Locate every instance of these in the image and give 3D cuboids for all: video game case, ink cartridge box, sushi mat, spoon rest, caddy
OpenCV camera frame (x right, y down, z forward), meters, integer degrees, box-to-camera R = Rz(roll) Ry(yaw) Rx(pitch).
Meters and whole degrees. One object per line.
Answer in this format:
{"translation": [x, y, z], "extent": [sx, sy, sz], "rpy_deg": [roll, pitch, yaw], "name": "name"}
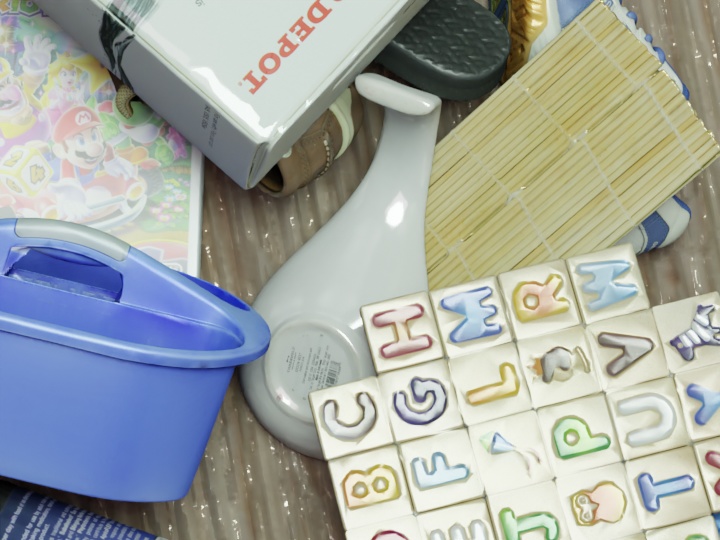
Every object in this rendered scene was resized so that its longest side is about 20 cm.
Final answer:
{"translation": [-0.149, -0.088, 1.151], "extent": [0.143, 0.018, 0.201], "rpy_deg": [2, 82, -1], "name": "video game case"}
{"translation": [-0.073, -0.158, 1.042], "extent": [0.200, 0.083, 0.147], "rpy_deg": [42, 75, 4], "name": "ink cartridge box"}
{"translation": [0.074, -0.032, 1.100], "extent": [0.200, 0.012, 0.096], "rpy_deg": [-41, 73, 21], "name": "sushi mat"}
{"translation": [0.000, 0.000, 1.103], "extent": [0.099, 0.061, 0.201], "rpy_deg": [22, 112, 14], "name": "spoon rest"}
{"translation": [-0.143, 0.028, 1.061], "extent": [0.199, 0.141, 0.105], "rpy_deg": [14, 105, -4], "name": "caddy"}

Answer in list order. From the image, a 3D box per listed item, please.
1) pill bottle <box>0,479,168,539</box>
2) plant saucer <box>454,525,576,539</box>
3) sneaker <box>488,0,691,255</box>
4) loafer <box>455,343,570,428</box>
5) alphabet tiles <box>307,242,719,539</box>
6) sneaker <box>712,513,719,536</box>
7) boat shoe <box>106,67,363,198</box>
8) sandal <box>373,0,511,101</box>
{"translation": [-0.149, 0.164, 1.068], "extent": [0.199, 0.112, 0.112], "rpy_deg": [20, 82, 1], "name": "pill bottle"}
{"translation": [0.066, 0.213, 1.077], "extent": [0.070, 0.019, 0.201], "rpy_deg": [7, 108, -1], "name": "plant saucer"}
{"translation": [0.117, -0.103, 1.143], "extent": [0.088, 0.075, 0.201], "rpy_deg": [-6, 91, -11], "name": "sneaker"}
{"translation": [0.082, 0.130, 1.105], "extent": [0.075, 0.070, 0.201], "rpy_deg": [-3, 99, -1], "name": "loafer"}
{"translation": [0.084, 0.080, 1.046], "extent": [0.199, 0.006, 0.167], "rpy_deg": [-13, 77, -6], "name": "alphabet tiles"}
{"translation": [0.201, 0.131, 1.104], "extent": [0.200, 0.078, 0.066], "rpy_deg": [29, 84, 3], "name": "sneaker"}
{"translation": [-0.096, -0.110, 1.099], "extent": [0.202, 0.075, 0.075], "rpy_deg": [35, 55, 3], "name": "boat shoe"}
{"translation": [-0.020, -0.137, 1.128], "extent": [0.200, 0.048, 0.075], "rpy_deg": [36, 50, 15], "name": "sandal"}
